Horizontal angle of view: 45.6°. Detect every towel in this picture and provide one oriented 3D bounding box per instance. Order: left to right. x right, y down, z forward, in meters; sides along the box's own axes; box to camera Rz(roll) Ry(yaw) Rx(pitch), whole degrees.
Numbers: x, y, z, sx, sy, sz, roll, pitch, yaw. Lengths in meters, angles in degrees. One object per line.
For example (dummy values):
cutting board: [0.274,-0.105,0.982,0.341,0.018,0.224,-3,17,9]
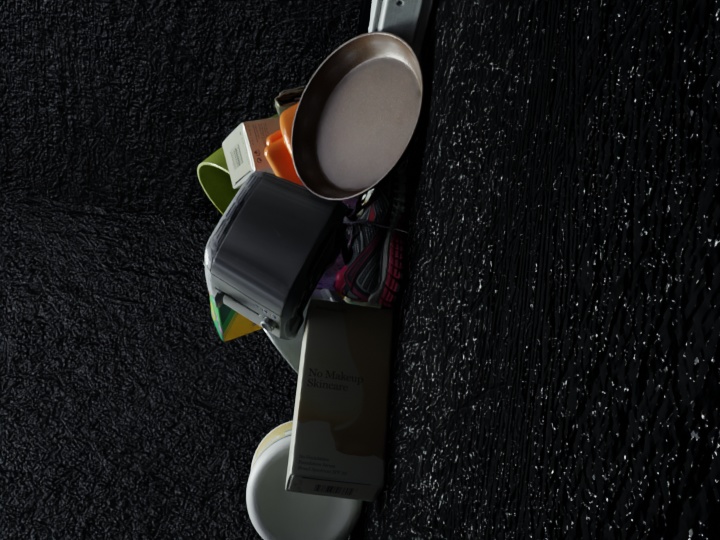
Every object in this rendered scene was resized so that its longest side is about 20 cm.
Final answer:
towel: [-0.035,-0.267,1.281,0.200,0.189,0.035,-131,31,-83]

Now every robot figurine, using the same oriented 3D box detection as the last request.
robot figurine: [-0.027,-0.182,1.114,0.118,0.198,0.144,68,-169,13]

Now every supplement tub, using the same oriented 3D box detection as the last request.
supplement tub: [-0.073,0.273,1.112,0.200,0.142,0.147,160,117,-85]

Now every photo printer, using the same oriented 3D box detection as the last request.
photo printer: [0.054,-0.368,1.025,0.167,0.068,0.203,104,173,-56]

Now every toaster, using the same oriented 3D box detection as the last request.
toaster: [-0.097,-0.029,1.009,0.114,0.128,0.202,103,-168,-62]

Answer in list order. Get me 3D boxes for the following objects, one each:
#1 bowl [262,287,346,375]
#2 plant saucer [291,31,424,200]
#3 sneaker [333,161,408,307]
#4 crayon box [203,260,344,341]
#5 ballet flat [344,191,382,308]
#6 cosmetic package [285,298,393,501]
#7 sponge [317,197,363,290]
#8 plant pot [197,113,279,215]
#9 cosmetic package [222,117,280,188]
bowl: [-0.045,0.086,1.119,0.090,0.202,0.201,-40,9,3]
plant saucer: [0.001,-0.174,0.987,0.198,0.034,0.204,-16,66,38]
sneaker: [0.015,-0.057,0.984,0.081,0.073,0.203,104,172,-55]
crayon box: [-0.113,0.013,1.195,0.059,0.197,0.120,58,159,33]
ballet flat: [0.012,-0.046,1.078,0.068,0.061,0.203,106,171,-60]
cosmetic package: [-0.021,0.141,0.941,0.071,0.103,0.203,109,167,-60]
sponge: [-0.033,-0.061,1.145,0.030,0.110,0.202,114,162,-49]
plant pot: [-0.132,-0.172,1.398,0.201,0.186,0.188,-50,-8,-21]
cosmetic package: [-0.091,-0.182,1.260,0.105,0.197,0.072,-22,83,63]
